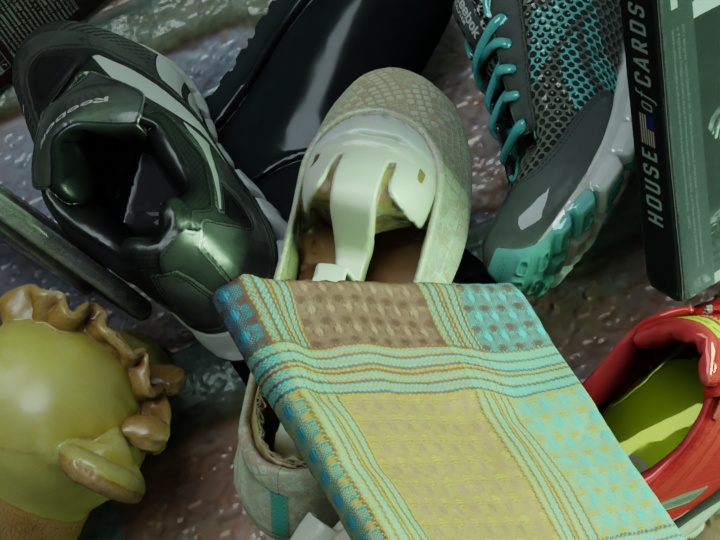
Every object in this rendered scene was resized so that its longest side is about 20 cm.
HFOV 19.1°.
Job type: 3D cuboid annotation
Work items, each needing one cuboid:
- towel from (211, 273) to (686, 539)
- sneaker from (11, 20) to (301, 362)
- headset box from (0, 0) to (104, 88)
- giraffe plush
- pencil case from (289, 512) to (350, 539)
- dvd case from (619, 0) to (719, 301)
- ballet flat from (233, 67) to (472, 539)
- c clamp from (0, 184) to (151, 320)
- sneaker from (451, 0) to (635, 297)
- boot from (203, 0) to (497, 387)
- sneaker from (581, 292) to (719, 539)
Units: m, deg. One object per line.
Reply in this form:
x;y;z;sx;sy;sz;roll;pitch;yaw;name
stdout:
0.051;0.079;0.675;0.022;0.146;0.201;-50;57;30;towel
-0.095;-0.050;0.833;0.066;0.090;0.200;-45;50;7;sneaker
-0.240;-0.126;1.009;0.200;0.075;0.149;-42;56;-6;headset box
-0.157;0.051;0.848;0.161;0.200;0.173;19;50;-8;giraffe plush
0.048;0.159;0.682;0.078;0.089;0.200;-42;54;2;pencil case
0.176;-0.096;0.763;0.199;0.151;0.025;-30;40;-24;dvd case
0.000;0.000;0.763;0.067;0.062;0.201;6;61;9;ballet flat
-0.173;-0.039;0.870;0.200;0.171;0.027;27;78;48;c clamp
0.073;-0.076;0.844;0.091;0.078;0.201;24;52;2;sneaker
0.008;-0.032;0.864;0.200;0.076;0.168;-47;54;-1;boot
0.139;0.035;0.776;0.200;0.085;0.077;-40;58;-4;sneaker
